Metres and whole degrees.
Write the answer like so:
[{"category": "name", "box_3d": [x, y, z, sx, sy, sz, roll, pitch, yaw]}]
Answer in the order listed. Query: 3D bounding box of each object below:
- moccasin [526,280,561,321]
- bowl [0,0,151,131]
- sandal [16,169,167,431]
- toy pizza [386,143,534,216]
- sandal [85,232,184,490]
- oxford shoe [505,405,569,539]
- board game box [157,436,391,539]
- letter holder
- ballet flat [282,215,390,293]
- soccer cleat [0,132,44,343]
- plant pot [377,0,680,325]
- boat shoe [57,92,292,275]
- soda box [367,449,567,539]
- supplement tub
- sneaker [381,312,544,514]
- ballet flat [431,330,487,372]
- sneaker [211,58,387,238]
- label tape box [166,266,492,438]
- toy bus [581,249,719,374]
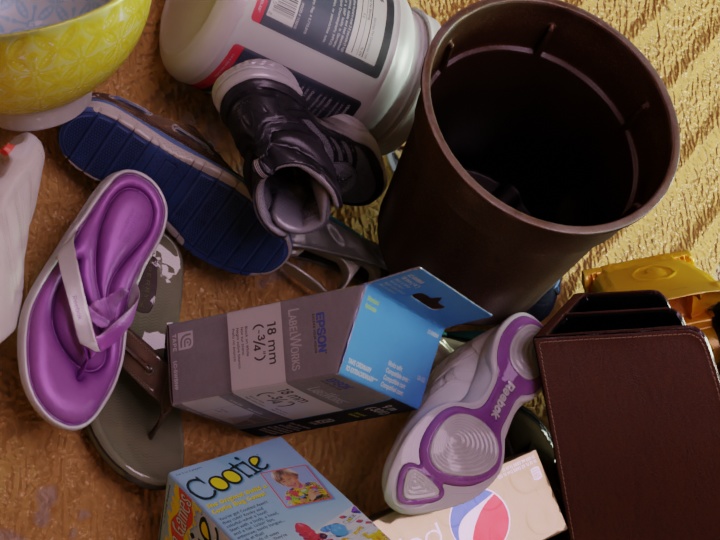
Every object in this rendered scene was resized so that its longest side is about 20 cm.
[{"category": "moccasin", "box_3d": [0.164, -0.031, 1.481, 0.080, 0.068, 0.201, 24, 44, -15]}, {"category": "bowl", "box_3d": [-0.238, -0.165, 1.215, 0.200, 0.199, 0.109, -39, 137, -38]}, {"category": "sandal", "box_3d": [-0.184, 0.011, 1.194, 0.082, 0.050, 0.204, 28, 59, -26]}, {"category": "toy pizza", "box_3d": [0.120, -0.107, 1.462, 0.198, 0.032, 0.202, 6, 51, -7]}, {"category": "sandal", "box_3d": [-0.156, 0.058, 1.245, 0.079, 0.057, 0.203, 12, 66, -35]}, {"category": "oxford shoe", "box_3d": [0.136, 0.167, 1.394, 0.199, 0.073, 0.085, 38, 13, -15]}, {"category": "board game box", "box_3d": [-0.043, 0.222, 1.173, 0.104, 0.104, 0.200, -14, 39, -38]}, {"category": "letter holder", "box_3d": [0.229, 0.124, 1.314, 0.100, 0.141, 0.202, -36, 118, -58]}, {"category": "ballet flat", "box_3d": [0.000, 0.000, 1.382, 0.199, 0.067, 0.064, 23, 72, -22]}, {"category": "soccer cleat", "box_3d": [-0.260, -0.001, 1.191, 0.077, 0.069, 0.202, 33, 64, -28]}, {"category": "plant pot", "box_3d": [0.111, -0.066, 1.295, 0.198, 0.199, 0.202, 8, 59, -14]}, {"category": "boat shoe", "box_3d": [-0.132, -0.074, 1.295, 0.199, 0.072, 0.073, 37, 26, -17]}, {"category": "soda box", "box_3d": [0.051, 0.206, 1.302, 0.198, 0.064, 0.068, -21, 85, -19]}, {"category": "supplement tub", "box_3d": [-0.047, -0.184, 1.359, 0.199, 0.140, 0.142, 22, 62, -28]}, {"category": "sneaker", "box_3d": [0.073, 0.118, 1.308, 0.075, 0.099, 0.200, 51, 53, -10]}, {"category": "ballet flat", "box_3d": [0.068, 0.075, 1.408, 0.198, 0.069, 0.070, 9, 69, -32]}, {"category": "sneaker", "box_3d": [-0.037, -0.068, 1.284, 0.200, 0.075, 0.115, 36, 33, -51]}, {"category": "label tape box", "box_3d": [-0.018, 0.064, 1.225, 0.144, 0.198, 0.064, 30, 51, -61]}, {"category": "toy bus", "box_3d": [0.251, 0.082, 1.482, 0.134, 0.192, 0.202, -11, 113, -9]}]
